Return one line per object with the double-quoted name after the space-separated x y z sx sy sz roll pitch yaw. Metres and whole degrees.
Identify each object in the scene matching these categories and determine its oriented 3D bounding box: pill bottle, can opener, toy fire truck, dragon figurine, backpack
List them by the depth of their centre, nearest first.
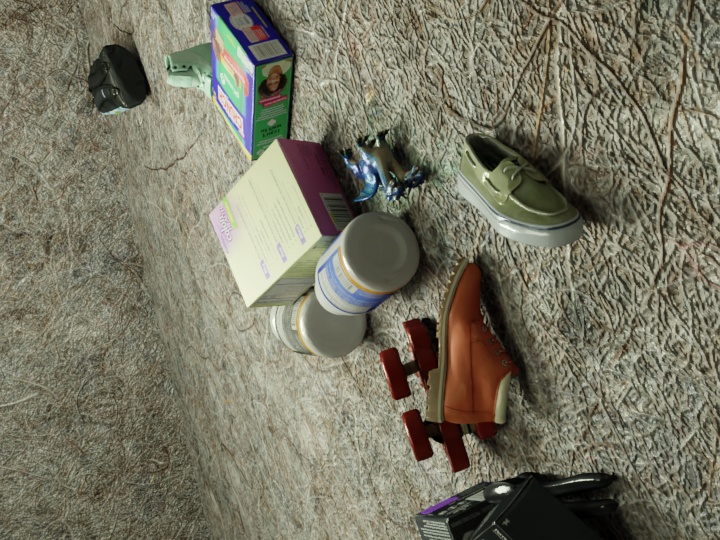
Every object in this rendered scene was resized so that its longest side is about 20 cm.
0.225 0.265 1.090 0.200 0.078 0.064 -22 80 59 "can opener"
0.018 -0.125 1.257 0.200 0.058 0.100 -19 90 66 "dragon figurine"
0.101 0.161 1.259 0.168 0.111 0.201 37 -146 -87 "toy fire truck"
0.000 0.000 1.331 0.113 0.111 0.200 67 158 9 "pill bottle"
-0.077 0.082 1.569 0.200 0.116 0.117 -3 105 68 "pill bottle"
-0.609 -0.464 2.361 0.199 0.153 0.164 -17 98 47 "backpack"

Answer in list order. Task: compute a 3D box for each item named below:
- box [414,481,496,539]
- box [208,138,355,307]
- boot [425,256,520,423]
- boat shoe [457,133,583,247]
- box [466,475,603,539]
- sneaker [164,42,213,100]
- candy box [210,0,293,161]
0.171 0.391 1.228 0.106 0.121 0.201 -25 85 67 "box"
-0.117 -0.070 1.456 0.200 0.096 0.177 -42 64 35 "box"
0.141 0.086 1.135 0.075 0.106 0.202 -6 -79 -76 "boot"
0.153 -0.084 0.963 0.200 0.072 0.062 42 147 54 "boat shoe"
0.222 0.340 1.048 0.200 0.079 0.141 42 153 11 "box"
-0.284 -0.330 1.717 0.201 0.117 0.074 55 151 32 "sneaker"
-0.181 -0.312 1.546 0.170 0.077 0.201 56 154 32 "candy box"
